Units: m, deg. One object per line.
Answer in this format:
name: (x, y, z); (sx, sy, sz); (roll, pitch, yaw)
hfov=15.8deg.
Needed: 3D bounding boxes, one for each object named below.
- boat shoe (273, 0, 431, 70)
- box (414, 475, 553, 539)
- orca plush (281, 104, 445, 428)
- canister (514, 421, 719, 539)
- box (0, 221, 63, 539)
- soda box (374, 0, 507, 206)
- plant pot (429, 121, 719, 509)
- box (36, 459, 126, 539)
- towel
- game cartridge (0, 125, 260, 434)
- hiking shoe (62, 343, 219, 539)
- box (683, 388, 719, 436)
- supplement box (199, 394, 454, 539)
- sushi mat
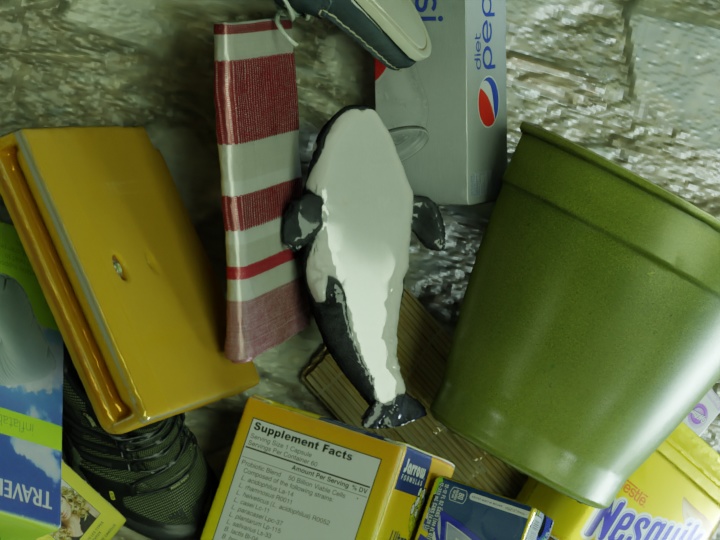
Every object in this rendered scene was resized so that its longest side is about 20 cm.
boat shoe: (-0.041, -0.190, 1.586); (0.200, 0.075, 0.062); (42, 110, -14)
box: (0.052, 0.233, 1.596); (0.064, 0.070, 0.200); (42, 66, -70)
orca plush: (0.000, 0.000, 1.631); (0.105, 0.071, 0.200); (-21, 93, -22)
canister: (0.156, 0.190, 1.736); (0.149, 0.087, 0.200); (40, 78, -38)
box: (-0.225, 0.065, 1.441); (0.122, 0.048, 0.200); (21, 57, -42)
soda box: (0.051, -0.142, 1.647); (0.063, 0.068, 0.200); (-14, 105, -62)
plant pot: (0.143, 0.038, 1.626); (0.200, 0.200, 0.193); (28, 91, -29)
box: (-0.231, 0.097, 1.523); (0.200, 0.075, 0.050); (46, 75, -26)
towel: (-0.063, -0.052, 1.575); (0.023, 0.144, 0.200); (-1, 96, 13)
game cartridge: (-0.133, 0.001, 1.496); (0.032, 0.200, 0.176); (-25, 86, 15)
hiking shoe: (-0.140, 0.094, 1.556); (0.076, 0.101, 0.200); (-42, 113, -17)
box: (0.174, 0.036, 1.762); (0.041, 0.039, 0.200); (-47, 115, -16)
supplement box: (-0.034, 0.192, 1.600); (0.200, 0.109, 0.110); (-71, 159, -4)
sushi mat: (0.050, 0.101, 1.714); (0.096, 0.012, 0.200); (-50, 116, -18)
